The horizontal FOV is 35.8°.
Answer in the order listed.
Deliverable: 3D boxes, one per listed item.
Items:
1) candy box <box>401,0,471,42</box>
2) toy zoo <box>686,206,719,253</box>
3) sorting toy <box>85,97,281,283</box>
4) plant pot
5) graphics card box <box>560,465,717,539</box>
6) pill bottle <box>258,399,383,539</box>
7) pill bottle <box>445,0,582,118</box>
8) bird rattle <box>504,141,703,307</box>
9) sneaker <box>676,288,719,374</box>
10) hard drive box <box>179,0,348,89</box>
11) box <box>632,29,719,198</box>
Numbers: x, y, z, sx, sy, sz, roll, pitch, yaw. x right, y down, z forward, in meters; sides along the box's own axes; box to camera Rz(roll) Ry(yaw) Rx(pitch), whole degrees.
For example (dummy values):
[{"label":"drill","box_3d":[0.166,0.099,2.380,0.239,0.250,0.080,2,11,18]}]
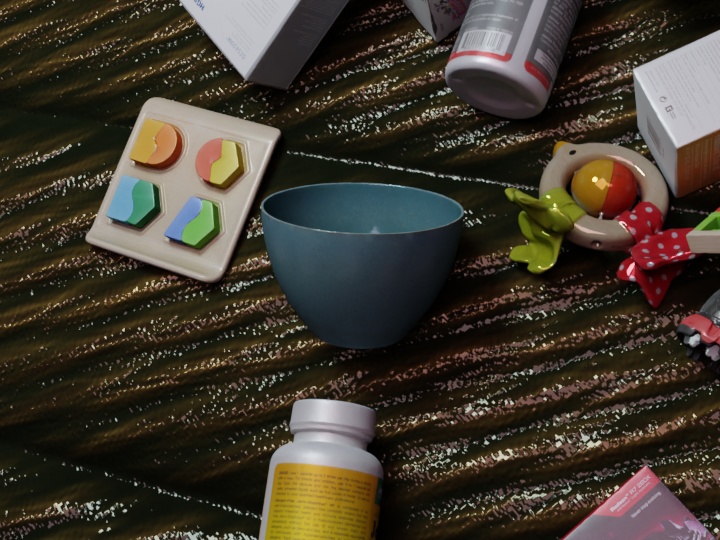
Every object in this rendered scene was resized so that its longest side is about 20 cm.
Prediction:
[{"label":"candy box","box_3d":[0.050,-0.381,1.235,0.071,0.168,0.200,-33,66,-4]},{"label":"toy zoo","box_3d":[0.410,-0.071,1.025,0.200,0.020,0.131,-35,21,-32]},{"label":"sorting toy","box_3d":[-0.207,-0.099,1.281,0.185,0.036,0.200,17,76,22]},{"label":"plant pot","box_3d":[0.000,0.000,1.117,0.200,0.200,0.135,8,108,19]},{"label":"graphics card box","box_3d":[0.277,0.288,0.988,0.125,0.051,0.200,-40,66,-1]},{"label":"pill bottle","box_3d":[-0.037,0.230,1.068,0.113,0.113,0.200,1,71,17]},{"label":"pill bottle","box_3d":[0.174,-0.275,1.191,0.114,0.114,0.200,16,75,21]},{"label":"bird rattle","box_3d":[0.246,-0.064,1.105,0.200,0.113,0.163,6,56,15]},{"label":"sneaker","box_3d":[0.396,0.077,1.018,0.200,0.071,0.098,34,83,25]},{"label":"hard drive box","box_3d":[-0.095,-0.335,1.269,0.200,0.077,0.156,-50,63,24]},{"label":"box","box_3d":[0.380,-0.172,1.087,0.200,0.124,0.098,-25,66,7]}]
